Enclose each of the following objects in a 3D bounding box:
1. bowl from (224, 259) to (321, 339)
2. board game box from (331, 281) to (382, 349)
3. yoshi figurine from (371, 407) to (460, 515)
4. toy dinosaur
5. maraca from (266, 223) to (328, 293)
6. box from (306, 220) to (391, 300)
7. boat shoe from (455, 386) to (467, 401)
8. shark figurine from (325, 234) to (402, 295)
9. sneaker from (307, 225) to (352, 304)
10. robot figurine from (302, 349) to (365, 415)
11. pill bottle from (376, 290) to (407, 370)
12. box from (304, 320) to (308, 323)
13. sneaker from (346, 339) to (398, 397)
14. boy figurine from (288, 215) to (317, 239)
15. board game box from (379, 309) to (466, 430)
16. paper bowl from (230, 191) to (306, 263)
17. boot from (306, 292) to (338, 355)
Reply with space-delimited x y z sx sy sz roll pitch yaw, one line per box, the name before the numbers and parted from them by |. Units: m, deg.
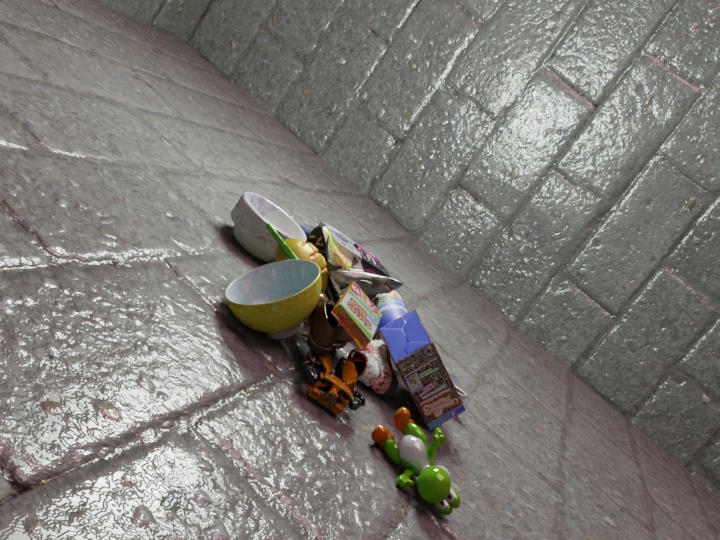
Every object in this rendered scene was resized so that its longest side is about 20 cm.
bowl | -0.163 0.069 1.450 0.201 0.195 0.110 -108 -175 -68
board game box | -0.005 0.088 1.477 0.096 0.030 0.200 49 17 -5
yoshi figurine | 0.107 0.347 1.327 0.110 0.114 0.201 -4 43 -47
toy dinosaur | -0.031 0.133 1.619 0.136 0.196 0.088 139 -71 -83
maraca | -0.140 -0.020 1.591 0.201 0.107 0.137 53 -8 -29
box | -0.044 -0.004 1.804 0.198 0.133 0.115 32 13 -35
boat shoe | 0.183 0.269 1.844 0.199 0.066 0.073 40 14 9
shark figurine | -0.022 -0.001 1.631 0.212 0.127 0.092 23 56 -35
sneaker | -0.060 -0.016 1.687 0.077 0.204 0.090 10 34 45
robot figurine | -0.056 0.210 1.423 0.144 0.059 0.200 35 13 -10
pill bottle | 0.081 0.152 1.841 0.111 0.112 0.202 28 24 -34
box | -0.143 0.075 1.659 0.075 0.051 0.198 46 16 31
sneaker | 0.013 0.193 1.644 0.107 0.068 0.202 33 17 -29
boy figurine | -0.196 -0.100 1.994 0.197 0.065 0.126 18 -43 31
board game box | 0.139 0.221 1.647 0.203 0.095 0.160 62 2 -26
paper bowl | -0.241 -0.098 1.850 0.199 0.105 0.201 36 13 -9
boot | -0.070 0.086 1.480 0.072 0.077 0.201 20 23 -16
